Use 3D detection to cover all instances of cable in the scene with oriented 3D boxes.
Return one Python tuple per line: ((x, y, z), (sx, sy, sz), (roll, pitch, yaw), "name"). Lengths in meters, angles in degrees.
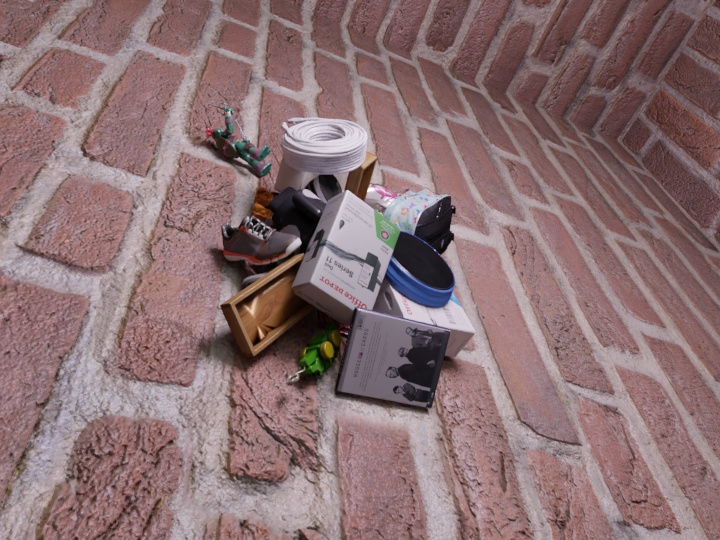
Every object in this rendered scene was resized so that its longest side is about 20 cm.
((-0.081, -0.277, 1.302), (0.192, 0.071, 0.202), (-3, 34, -6), "cable")

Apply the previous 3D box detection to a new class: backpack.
((0.135, -0.098, 1.437), (0.147, 0.183, 0.199), (16, 32, 25), "backpack")

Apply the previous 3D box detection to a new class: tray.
((-0.157, 0.059, 1.067), (0.199, 0.036, 0.101), (-37, 110, -44), "tray")
((-0.016, -0.173, 1.399), (0.036, 0.205, 0.099), (23, 32, 11), "tray")

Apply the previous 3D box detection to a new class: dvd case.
((0.062, 0.162, 1.076), (0.194, 0.156, 0.025), (14, 3, -19), "dvd case")

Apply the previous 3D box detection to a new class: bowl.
((0.116, -0.010, 1.235), (0.196, 0.040, 0.203), (26, 30, -16), "bowl")

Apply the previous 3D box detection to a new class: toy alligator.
((-0.077, 0.164, 1.056), (0.056, 0.058, 0.201), (64, 30, -17), "toy alligator")

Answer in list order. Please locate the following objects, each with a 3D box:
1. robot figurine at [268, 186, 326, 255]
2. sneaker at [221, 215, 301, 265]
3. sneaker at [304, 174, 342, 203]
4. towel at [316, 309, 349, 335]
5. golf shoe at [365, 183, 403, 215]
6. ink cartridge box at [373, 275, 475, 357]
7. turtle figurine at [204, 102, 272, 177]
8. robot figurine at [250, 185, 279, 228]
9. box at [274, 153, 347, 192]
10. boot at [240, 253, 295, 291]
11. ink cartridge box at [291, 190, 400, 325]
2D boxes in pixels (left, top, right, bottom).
((-0.107, -0.087, 1.226), (0.199, 0.127, 0.149), (39, 16, 23), "robot figurine")
((-0.207, -0.065, 1.152), (0.194, 0.084, 0.077), (0, 27, 30), "sneaker")
((-0.064, -0.118, 1.319), (0.079, 0.085, 0.206), (-27, 100, -44), "sneaker")
((0.001, 0.089, 1.233), (0.194, 0.023, 0.147), (17, 35, -16), "towel")
((0.073, -0.178, 1.587), (0.194, 0.074, 0.094), (10, 39, -26), "golf shoe")
((0.123, 0.090, 1.223), (0.195, 0.085, 0.147), (13, 37, -34), "ink cartridge box")
((-0.316, -0.330, 1.495), (0.198, 0.102, 0.150), (38, -6, 12), "turtle figurine")
((-0.157, -0.122, 1.363), (0.194, 0.059, 0.147), (17, 38, -15), "robot figurine")
((-0.117, -0.223, 1.437), (0.076, 0.098, 0.198), (24, 12, 24), "box")
((-0.186, 0.006, 1.186), (0.196, 0.069, 0.130), (-6, 39, -47), "boot")
((-0.025, -0.021, 1.108), (0.145, 0.082, 0.205), (32, 65, -24), "ink cartridge box")
